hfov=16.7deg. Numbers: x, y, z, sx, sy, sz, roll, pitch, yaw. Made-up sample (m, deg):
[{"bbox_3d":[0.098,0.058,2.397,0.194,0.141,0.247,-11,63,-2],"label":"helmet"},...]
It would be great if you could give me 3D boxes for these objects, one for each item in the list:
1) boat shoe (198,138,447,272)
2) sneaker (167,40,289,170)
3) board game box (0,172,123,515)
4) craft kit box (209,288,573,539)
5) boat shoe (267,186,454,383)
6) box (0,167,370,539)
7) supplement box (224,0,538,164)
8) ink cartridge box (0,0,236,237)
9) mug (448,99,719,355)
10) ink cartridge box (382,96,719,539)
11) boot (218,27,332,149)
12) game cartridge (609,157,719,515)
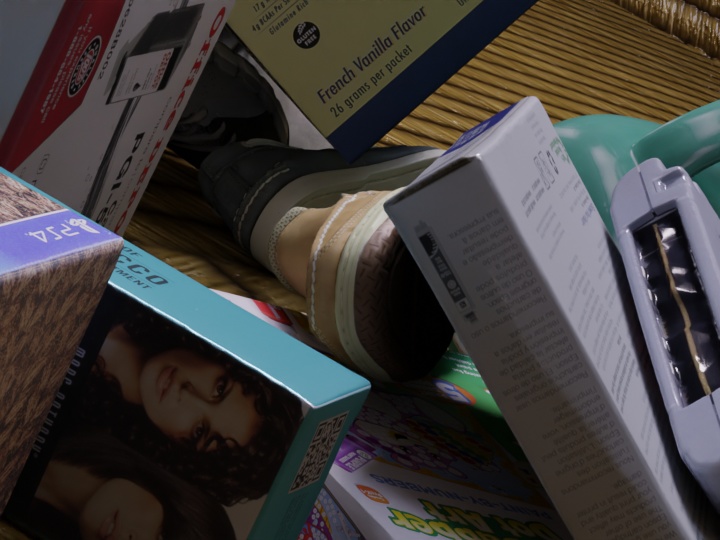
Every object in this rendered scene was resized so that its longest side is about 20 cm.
[{"bbox_3d":[-0.009,-0.040,1.221,0.062,0.073,0.200,36,21,23],"label":"boat shoe"},{"bbox_3d":[-0.108,-0.074,1.193,0.200,0.075,0.116,48,38,-40],"label":"sneaker"},{"bbox_3d":[-0.192,-0.004,0.652,0.200,0.097,0.159,28,13,10],"label":"board game box"},{"bbox_3d":[0.026,0.078,0.883,0.200,0.049,0.198,15,20,-41],"label":"craft kit box"},{"bbox_3d":[0.000,0.000,0.929,0.076,0.072,0.200,10,4,13],"label":"boat shoe"},{"bbox_3d":[-0.103,0.024,0.752,0.200,0.082,0.049,29,14,16],"label":"box"},{"bbox_3d":[-0.031,-0.180,1.179,0.200,0.134,0.200,48,1,-14],"label":"supplement box"},{"bbox_3d":[-0.129,-0.064,0.903,0.083,0.147,0.200,29,14,8],"label":"ink cartridge box"},{"bbox_3d":[0.111,-0.005,1.053,0.114,0.186,0.152,14,8,-30],"label":"mug"},{"bbox_3d":[0.085,0.041,0.864,0.200,0.041,0.200,60,13,-3],"label":"ink cartridge box"},{"bbox_3d":[-0.061,-0.130,1.337,0.200,0.131,0.068,17,14,-37],"label":"boot"},{"bbox_3d":[0.146,0.056,0.895,0.133,0.041,0.200,50,17,-26],"label":"game cartridge"}]
